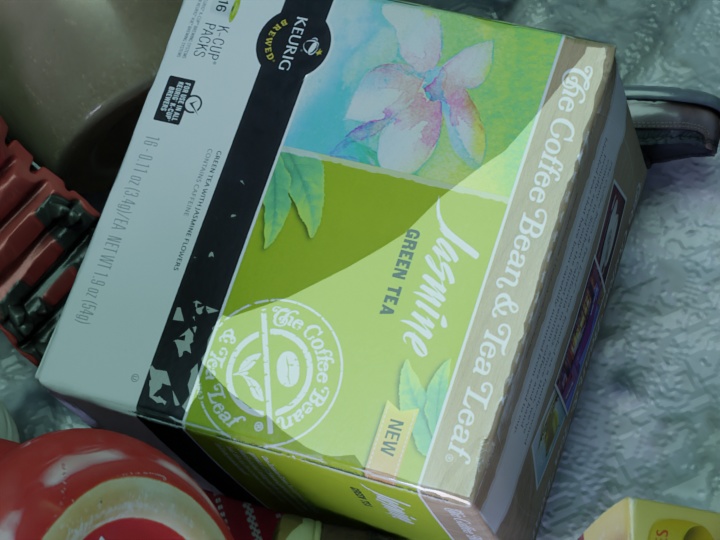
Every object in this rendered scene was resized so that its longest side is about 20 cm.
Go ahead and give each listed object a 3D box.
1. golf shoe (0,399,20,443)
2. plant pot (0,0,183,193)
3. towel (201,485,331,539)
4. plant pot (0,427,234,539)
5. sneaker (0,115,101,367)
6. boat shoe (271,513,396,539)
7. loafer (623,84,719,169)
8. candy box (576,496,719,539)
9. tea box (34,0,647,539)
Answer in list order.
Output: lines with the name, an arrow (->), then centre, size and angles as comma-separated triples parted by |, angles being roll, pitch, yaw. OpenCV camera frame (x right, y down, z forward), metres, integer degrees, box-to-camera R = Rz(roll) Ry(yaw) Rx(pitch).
golf shoe -> -0.237, 0.027, 0.945 | 0.200, 0.092, 0.075 | 40, 85, 10
plant pot -> -0.145, -0.139, 1.037 | 0.199, 0.200, 0.175 | -30, 74, -7
towel -> -0.061, 0.121, 0.942 | 0.199, 0.023, 0.145 | -21, 57, -2
plant pot -> -0.151, 0.158, 0.796 | 0.181, 0.200, 0.202 | -8, 54, 35
sneaker -> -0.173, -0.024, 0.988 | 0.071, 0.201, 0.098 | -44, 18, -13
boat shoe -> -0.013, 0.199, 0.847 | 0.064, 0.073, 0.202 | 3, 73, 1
loafer -> 0.075, -0.049, 1.001 | 0.198, 0.072, 0.064 | -2, 78, 17
candy box -> 0.179, 0.164, 0.791 | 0.198, 0.057, 0.118 | 11, 57, -18
tea box -> 0.000, 0.000, 0.895 | 0.195, 0.134, 0.201 | 13, 73, 18
